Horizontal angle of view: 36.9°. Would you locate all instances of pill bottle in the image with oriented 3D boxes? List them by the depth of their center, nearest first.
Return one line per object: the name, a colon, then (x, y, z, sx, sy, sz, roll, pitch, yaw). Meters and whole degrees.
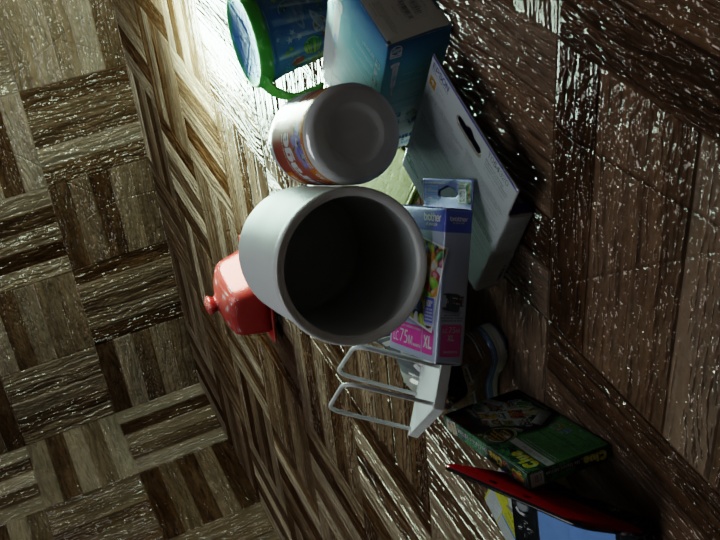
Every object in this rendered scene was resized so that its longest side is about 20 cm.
pill bottle: (-0.040, -0.154, 1.254, 0.200, 0.112, 0.113, 10, 118, 69)

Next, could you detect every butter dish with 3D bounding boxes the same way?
butter dish: (-0.282, 0.059, 2.447, 0.200, 0.147, 0.200, 56, 157, 38)

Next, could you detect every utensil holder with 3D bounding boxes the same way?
utensil holder: (-0.040, -0.013, 1.222, 0.200, 0.169, 0.171, -166, 58, -70)

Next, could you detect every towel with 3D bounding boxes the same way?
towel: (0.032, -0.124, 1.427, 0.086, 0.018, 0.200, -66, 30, 9)

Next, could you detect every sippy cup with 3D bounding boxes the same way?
sippy cup: (-0.104, -0.336, 1.504, 0.140, 0.130, 0.178, -137, 32, -58)

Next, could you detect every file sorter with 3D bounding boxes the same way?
file sorter: (0.047, 0.082, 1.341, 0.139, 0.124, 0.201, 117, 167, -66)

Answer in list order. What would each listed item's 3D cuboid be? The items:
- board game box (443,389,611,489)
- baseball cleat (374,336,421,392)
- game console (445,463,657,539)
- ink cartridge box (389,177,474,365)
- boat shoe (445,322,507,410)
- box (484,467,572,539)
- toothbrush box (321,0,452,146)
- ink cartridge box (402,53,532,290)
board game box: (0.182, 0.185, 1.214, 0.200, 0.104, 0.024, -151, 50, -66)
baseball cleat: (0.066, 0.087, 1.567, 0.200, 0.070, 0.107, 51, 140, 39)
game console: (0.203, 0.288, 1.150, 0.200, 0.118, 0.173, 15, 119, 50)
ink cartridge box: (0.078, -0.004, 1.200, 0.119, 0.042, 0.201, -166, 82, -66)
boat shoe: (0.132, 0.140, 1.377, 0.200, 0.072, 0.072, 92, 154, -49)
box: (0.213, 0.284, 1.325, 0.200, 0.048, 0.118, 96, 150, -58)
toothbrush box: (0.024, -0.256, 1.268, 0.147, 0.085, 0.200, 61, 160, 27)
ink cartridge box: (0.121, -0.109, 1.204, 0.197, 0.043, 0.200, 63, 158, 25)
